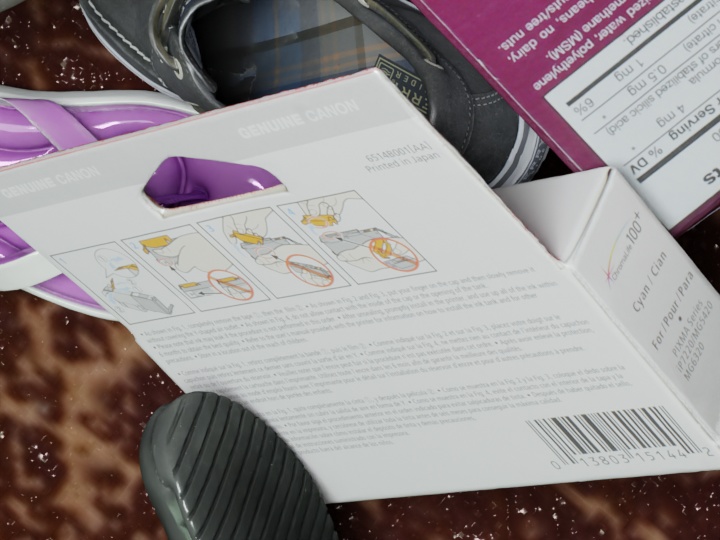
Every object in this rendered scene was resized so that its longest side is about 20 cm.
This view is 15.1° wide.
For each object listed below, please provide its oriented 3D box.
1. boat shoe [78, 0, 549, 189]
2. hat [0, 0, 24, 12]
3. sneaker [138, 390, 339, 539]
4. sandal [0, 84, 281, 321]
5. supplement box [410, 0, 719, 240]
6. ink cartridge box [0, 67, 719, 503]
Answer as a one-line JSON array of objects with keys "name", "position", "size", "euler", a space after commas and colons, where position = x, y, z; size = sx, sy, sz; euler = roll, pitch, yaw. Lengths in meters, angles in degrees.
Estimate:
[{"name": "boat shoe", "position": [-0.031, -0.072, 0.869], "size": [0.200, 0.066, 0.070], "euler": [31, 104, 36]}, {"name": "hat", "position": [-0.141, -0.169, 0.830], "size": [0.200, 0.081, 0.201], "euler": [1, 110, 2]}, {"name": "sneaker", "position": [-0.042, 0.128, 0.918], "size": [0.088, 0.074, 0.200], "euler": [-10, 123, 27]}, {"name": "sandal", "position": [-0.119, -0.026, 0.946], "size": [0.202, 0.050, 0.083], "euler": [12, 103, 12]}, {"name": "supplement box", "position": [0.056, -0.127, 0.802], "size": [0.103, 0.131, 0.200], "euler": [-38, 117, 17]}, {"name": "ink cartridge box", "position": [0.000, 0.000, 0.837], "size": [0.200, 0.045, 0.176], "euler": [-10, 132, 46]}]
